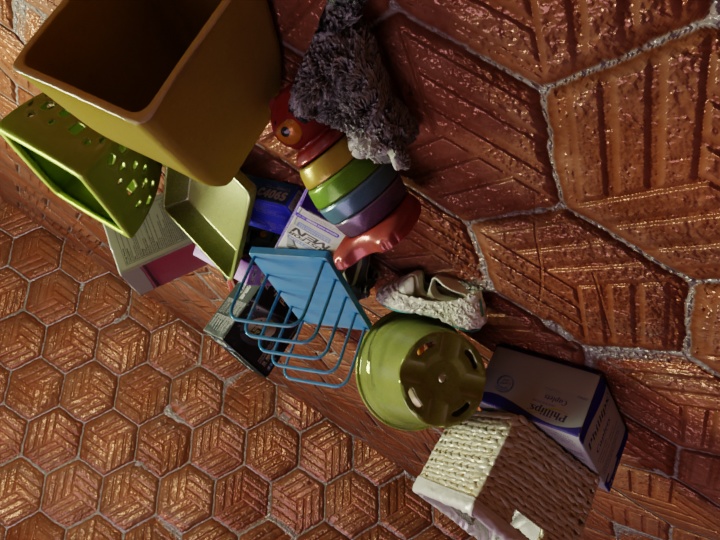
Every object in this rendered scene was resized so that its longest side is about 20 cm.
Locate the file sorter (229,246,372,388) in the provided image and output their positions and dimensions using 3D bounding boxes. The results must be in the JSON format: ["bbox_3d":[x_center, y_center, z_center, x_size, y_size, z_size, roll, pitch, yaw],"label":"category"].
[{"bbox_3d":[-0.089,0.076,0.917,0.135,0.125,0.201,4,146,26],"label":"file sorter"}]

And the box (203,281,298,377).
[{"bbox_3d":[-0.225,0.107,1.352,0.085,0.202,0.165,13,151,44],"label":"box"}]

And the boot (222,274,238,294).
[{"bbox_3d":[-0.250,0.053,1.485,0.198,0.072,0.146,21,-145,-52],"label":"boot"}]

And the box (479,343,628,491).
[{"bbox_3d":[0.304,0.231,0.950,0.181,0.106,0.201,13,151,43],"label":"box"}]

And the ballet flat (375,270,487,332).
[{"bbox_3d":[0.105,0.034,0.904,0.197,0.073,0.072,15,153,38],"label":"ballet flat"}]

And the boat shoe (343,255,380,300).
[{"bbox_3d":[0.000,0.000,1.009,0.061,0.074,0.201,-8,156,-13],"label":"boat shoe"}]

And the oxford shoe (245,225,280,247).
[{"bbox_3d":[-0.185,-0.060,1.114,0.197,0.073,0.085,28,163,19],"label":"oxford shoe"}]

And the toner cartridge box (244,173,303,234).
[{"bbox_3d":[-0.159,-0.110,1.003,0.197,0.044,0.096,18,153,37],"label":"toner cartridge box"}]

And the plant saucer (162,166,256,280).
[{"bbox_3d":[-0.241,-0.120,0.981,0.199,0.048,0.202,43,138,18],"label":"plant saucer"}]

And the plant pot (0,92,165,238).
[{"bbox_3d":[-0.441,-0.209,1.019,0.197,0.183,0.200,28,159,15],"label":"plant pot"}]

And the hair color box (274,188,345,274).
[{"bbox_3d":[-0.061,-0.045,0.892,0.107,0.066,0.200,26,151,-10],"label":"hair color box"}]

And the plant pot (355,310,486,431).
[{"bbox_3d":[0.102,0.158,0.917,0.199,0.203,0.184,35,171,-5],"label":"plant pot"}]

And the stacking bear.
[{"bbox_3d":[-0.027,-0.123,0.682,0.120,0.114,0.201,-21,112,45],"label":"stacking bear"}]

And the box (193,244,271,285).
[{"bbox_3d":[-0.199,-0.016,1.136,0.135,0.040,0.199,27,-170,24],"label":"box"}]

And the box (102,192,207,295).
[{"bbox_3d":[-0.372,-0.064,1.160,0.130,0.196,0.109,62,170,21],"label":"box"}]

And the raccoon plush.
[{"bbox_3d":[0.013,-0.172,0.546,0.132,0.098,0.200,27,160,-4],"label":"raccoon plush"}]

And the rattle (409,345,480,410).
[{"bbox_3d":[0.179,0.206,1.197,0.195,0.146,0.130,17,-169,3],"label":"rattle"}]

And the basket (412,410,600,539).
[{"bbox_3d":[0.221,0.335,0.926,0.197,0.163,0.199,38,159,-11],"label":"basket"}]

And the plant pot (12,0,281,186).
[{"bbox_3d":[-0.198,-0.205,0.658,0.191,0.198,0.201,25,164,23],"label":"plant pot"}]
